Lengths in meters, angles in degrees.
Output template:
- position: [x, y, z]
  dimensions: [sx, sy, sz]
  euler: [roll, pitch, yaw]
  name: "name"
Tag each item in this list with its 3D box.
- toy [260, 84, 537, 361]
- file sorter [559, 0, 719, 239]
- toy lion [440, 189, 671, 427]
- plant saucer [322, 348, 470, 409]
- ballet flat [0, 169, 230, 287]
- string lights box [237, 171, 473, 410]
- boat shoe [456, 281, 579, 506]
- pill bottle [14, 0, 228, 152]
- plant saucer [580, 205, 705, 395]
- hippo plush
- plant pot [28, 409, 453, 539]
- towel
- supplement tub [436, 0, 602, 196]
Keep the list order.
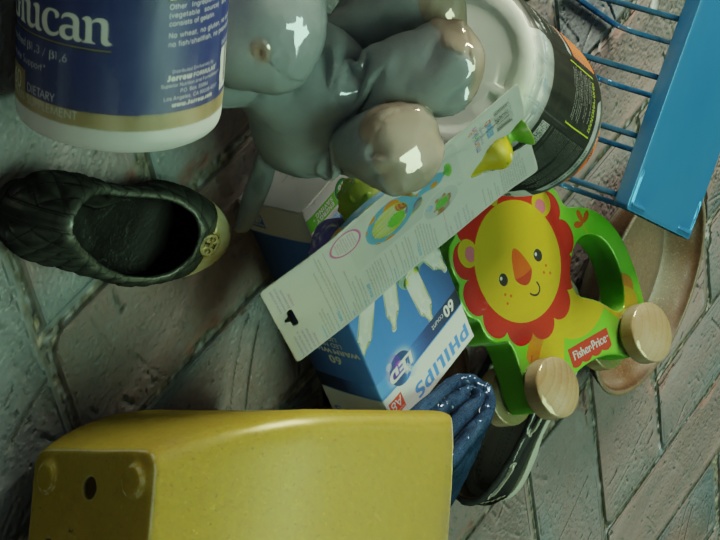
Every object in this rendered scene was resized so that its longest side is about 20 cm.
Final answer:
- position: [0.018, -0.038, 1.287]
  dimensions: [0.200, 0.047, 0.115]
  euler: [-36, 155, -6]
  name: "toy"
- position: [0.215, -0.147, 1.620]
  dimensions: [0.139, 0.122, 0.201]
  euler: [18, 92, -60]
  name: "file sorter"
- position: [0.135, 0.008, 1.580]
  dimensions: [0.200, 0.068, 0.193]
  euler: [-24, 98, -43]
  name: "toy lion"
- position: [0.014, 0.127, 1.542]
  dimensions: [0.200, 0.037, 0.201]
  euler: [-35, 136, -44]
  name: "plant saucer"
- position: [-0.133, -0.018, 1.189]
  dimensions: [0.200, 0.057, 0.067]
  euler: [5, 104, -59]
  name: "ballet flat"
- position: [0.000, 0.000, 1.387]
  dimensions: [0.103, 0.059, 0.201]
  euler: [-50, 134, -30]
  name: "string lights box"
- position: [0.121, 0.097, 1.669]
  dimensions: [0.060, 0.074, 0.201]
  euler: [-10, 124, -62]
  name: "boat shoe"
- position: [-0.121, -0.171, 1.062]
  dimensions: [0.111, 0.111, 0.201]
  euler: [-27, 129, -50]
  name: "pill bottle"
- position: [0.242, 0.009, 1.830]
  dimensions: [0.200, 0.037, 0.201]
  euler: [-37, 136, -45]
  name: "plant saucer"
- position: [-0.041, -0.136, 1.208]
  dimensions: [0.161, 0.199, 0.160]
  euler: [34, 64, -34]
  name: "hippo plush"
- position: [-0.086, 0.169, 1.224]
  dimensions: [0.199, 0.194, 0.197]
  euler: [13, 78, -43]
  name: "plant pot"
- position: [0.033, 0.169, 1.455]
  dimensions: [0.112, 0.048, 0.201]
  euler: [-38, 156, -51]
  name: "towel"
- position: [0.094, -0.119, 1.426]
  dimensions: [0.200, 0.122, 0.123]
  euler: [22, 89, -67]
  name: "supplement tub"
